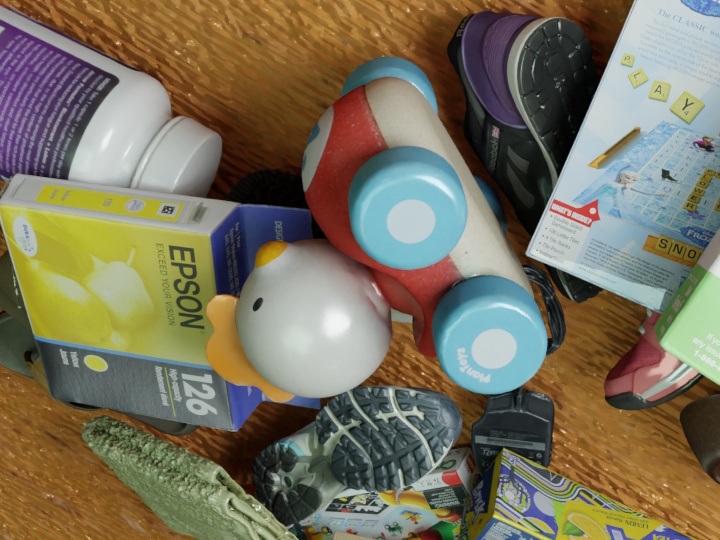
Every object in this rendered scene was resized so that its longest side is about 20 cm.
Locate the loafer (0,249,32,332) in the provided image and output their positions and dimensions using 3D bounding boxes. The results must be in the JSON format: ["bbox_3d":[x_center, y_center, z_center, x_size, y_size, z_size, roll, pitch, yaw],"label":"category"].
[{"bbox_3d":[-0.200,0.038,1.016,0.200,0.076,0.068,31,133,5],"label":"loafer"}]

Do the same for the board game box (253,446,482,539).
[{"bbox_3d":[0.022,0.213,1.045,0.200,0.035,0.126,-16,112,31],"label":"board game box"}]

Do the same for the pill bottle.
[{"bbox_3d":[-0.202,-0.100,0.911,0.200,0.111,0.112,26,126,9],"label":"pill bottle"}]

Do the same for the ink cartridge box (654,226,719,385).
[{"bbox_3d":[0.264,-0.010,0.664,0.145,0.084,0.200,33,99,8],"label":"ink cartridge box"}]

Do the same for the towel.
[{"bbox_3d":[-0.128,0.180,1.027,0.200,0.037,0.148,15,150,47],"label":"towel"}]

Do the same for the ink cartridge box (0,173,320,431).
[{"bbox_3d":[-0.131,0.030,0.900,0.199,0.047,0.198,9,135,11],"label":"ink cartridge box"}]

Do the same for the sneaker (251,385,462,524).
[{"bbox_3d":[0.005,0.120,0.964,0.200,0.086,0.078,-26,90,43],"label":"sneaker"}]

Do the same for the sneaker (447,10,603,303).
[{"bbox_3d":[0.112,-0.074,0.825,0.087,0.076,0.200,24,142,48],"label":"sneaker"}]

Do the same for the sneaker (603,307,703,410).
[{"bbox_3d":[0.212,0.005,0.823,0.087,0.074,0.200,45,120,6],"label":"sneaker"}]

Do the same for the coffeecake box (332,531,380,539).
[{"bbox_3d":[0.047,0.302,1.025,0.153,0.073,0.200,9,136,10],"label":"coffeecake box"}]

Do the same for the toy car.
[{"bbox_3d":[-0.016,0.002,0.776,0.200,0.184,0.177,-29,115,11],"label":"toy car"}]

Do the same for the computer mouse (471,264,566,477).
[{"bbox_3d":[0.111,0.075,0.914,0.058,0.034,0.200,8,127,9],"label":"computer mouse"}]

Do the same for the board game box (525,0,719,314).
[{"bbox_3d":[0.223,-0.061,0.735,0.200,0.041,0.200,25,99,10],"label":"board game box"}]

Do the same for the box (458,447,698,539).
[{"bbox_3d":[0.171,0.207,0.930,0.200,0.070,0.064,26,127,-7],"label":"box"}]

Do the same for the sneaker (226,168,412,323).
[{"bbox_3d":[-0.001,0.000,0.920,0.199,0.070,0.093,20,148,6],"label":"sneaker"}]

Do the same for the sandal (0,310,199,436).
[{"bbox_3d":[-0.222,0.088,1.069,0.200,0.055,0.082,26,126,9],"label":"sandal"}]

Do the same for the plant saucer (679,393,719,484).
[{"bbox_3d":[0.292,0.121,0.795,0.200,0.035,0.200,13,161,4],"label":"plant saucer"}]
